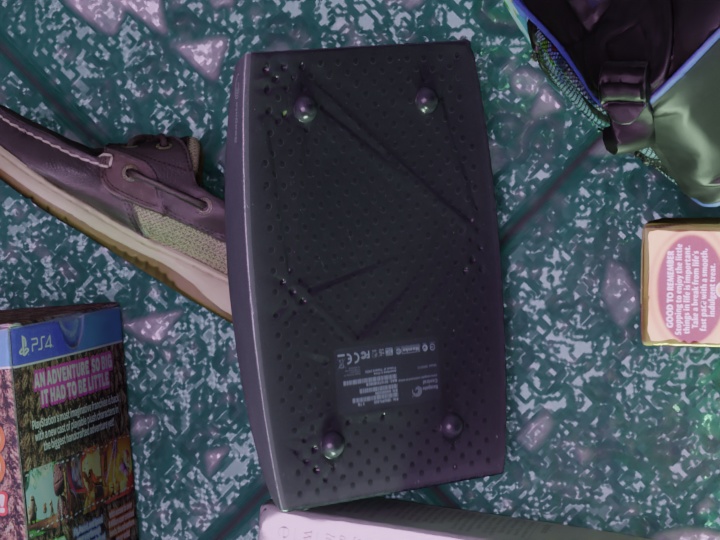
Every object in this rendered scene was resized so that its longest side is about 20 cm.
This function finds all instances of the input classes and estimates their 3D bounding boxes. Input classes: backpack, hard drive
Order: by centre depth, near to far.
[{"bbox_3d":[0.152,-0.136,0.989,0.183,0.147,0.200,-43,44,7],"label":"backpack"},{"bbox_3d":[0.000,0.000,1.055,0.134,0.042,0.201,-7,94,-32],"label":"hard drive"}]

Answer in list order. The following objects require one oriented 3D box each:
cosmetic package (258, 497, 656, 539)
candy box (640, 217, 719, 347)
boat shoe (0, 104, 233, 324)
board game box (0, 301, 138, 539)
[{"bbox_3d":[0.052,0.165,1.072,0.199,0.074,0.102,6,94,12],"label":"cosmetic package"},{"bbox_3d":[0.224,0.006,1.008,0.199,0.115,0.056,2,92,11],"label":"candy box"},{"bbox_3d":[-0.092,-0.032,1.095,0.200,0.072,0.066,31,89,1],"label":"boat shoe"},{"bbox_3d":[-0.170,0.121,1.069,0.096,0.159,0.202,-4,91,11],"label":"board game box"}]
